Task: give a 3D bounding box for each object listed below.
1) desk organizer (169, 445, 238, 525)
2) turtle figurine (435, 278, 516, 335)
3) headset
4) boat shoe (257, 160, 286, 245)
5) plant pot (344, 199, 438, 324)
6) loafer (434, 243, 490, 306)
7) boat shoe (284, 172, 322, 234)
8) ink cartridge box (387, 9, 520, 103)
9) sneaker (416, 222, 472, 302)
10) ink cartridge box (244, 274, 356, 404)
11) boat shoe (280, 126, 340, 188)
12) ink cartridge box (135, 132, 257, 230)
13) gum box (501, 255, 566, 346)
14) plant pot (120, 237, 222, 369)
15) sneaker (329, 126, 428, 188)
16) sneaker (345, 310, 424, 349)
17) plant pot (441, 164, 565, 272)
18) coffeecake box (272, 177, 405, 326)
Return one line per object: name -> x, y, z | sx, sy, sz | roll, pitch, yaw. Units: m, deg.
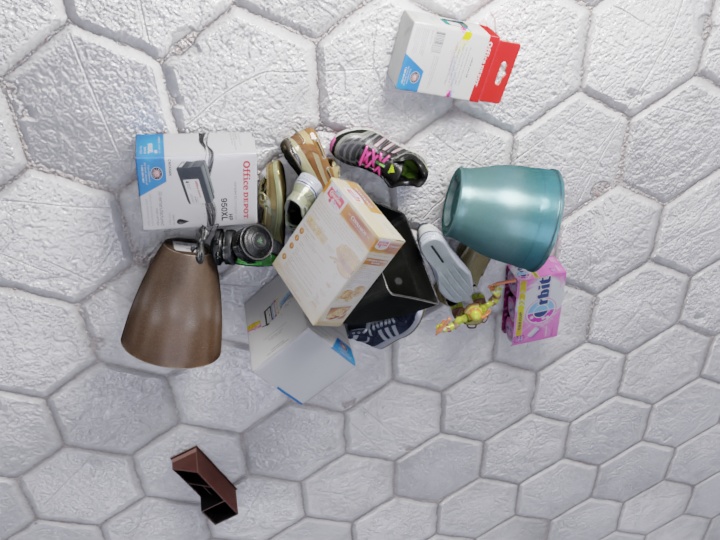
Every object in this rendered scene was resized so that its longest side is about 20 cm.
desk organizer -> -0.366, 0.511, 1.696 | 0.071, 0.077, 0.200 | -26, 128, 3
turtle figurine -> 0.246, 0.082, 1.514 | 0.200, 0.161, 0.065 | -38, 89, 5
headset -> -0.218, -0.031, 1.261 | 0.123, 0.095, 0.200 | -5, 161, 28
boat shoe -> -0.169, -0.111, 1.310 | 0.063, 0.073, 0.201 | 3, 135, -3
plant pot -> 0.000, 0.000, 1.341 | 0.177, 0.201, 0.199 | -28, 160, 25
loafer -> 0.228, -0.001, 1.504 | 0.076, 0.068, 0.201 | 16, 119, -26
boat shoe -> -0.111, -0.103, 1.287 | 0.062, 0.072, 0.200 | -51, 168, -23
ink cartridge box -> 0.158, -0.361, 1.223 | 0.199, 0.067, 0.117 | 5, 124, -19
sneaker -> 0.170, -0.019, 1.425 | 0.073, 0.071, 0.200 | -22, 130, 12
ink cartridge box -> -0.124, 0.123, 1.408 | 0.144, 0.200, 0.147 | -38, 127, 15
boat shoe -> -0.069, -0.171, 1.292 | 0.074, 0.076, 0.200 | -40, 135, -11
ink cartridge box -> -0.279, -0.155, 1.234 | 0.199, 0.084, 0.145 | -5, 127, -14
gum box -> 0.385, 0.074, 1.605 | 0.113, 0.066, 0.201 | -11, 127, -9
plant pot -> -0.334, 0.048, 1.325 | 0.186, 0.187, 0.201 | 7, 108, -21
sneaker -> 0.042, -0.198, 1.294 | 0.199, 0.088, 0.074 | 14, 120, -24
sneaker -> 0.043, 0.101, 1.494 | 0.108, 0.070, 0.200 | 20, 142, -24
plant pot -> 0.260, -0.114, 1.364 | 0.187, 0.200, 0.201 | 12, 122, -6
coffeecake box -> -0.042, -0.029, 1.216 | 0.073, 0.154, 0.200 | 6, 129, -49
